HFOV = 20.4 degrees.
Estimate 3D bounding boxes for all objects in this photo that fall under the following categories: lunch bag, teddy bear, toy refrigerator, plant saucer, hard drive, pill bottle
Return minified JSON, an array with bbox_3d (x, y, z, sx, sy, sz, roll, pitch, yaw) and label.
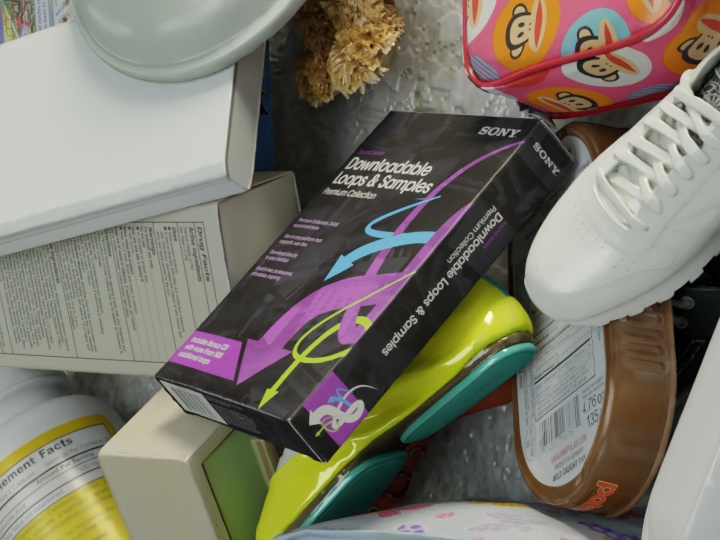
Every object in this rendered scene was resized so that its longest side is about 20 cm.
[{"bbox_3d":[0.081,0.176,0.977,0.199,0.169,0.128,-5,88,35],"label":"lunch bag"},{"bbox_3d":[-0.015,-0.189,1.090,0.145,0.066,0.202,-143,57,-69],"label":"teddy bear"},{"bbox_3d":[-0.063,0.162,1.082,0.070,0.076,0.201,-1,119,35],"label":"toy refrigerator"},{"bbox_3d":[-0.092,-0.201,1.058,0.199,0.050,0.202,-14,64,31],"label":"plant saucer"},{"bbox_3d":[-0.141,-0.084,1.095,0.199,0.026,0.133,-13,59,32],"label":"hard drive"},{"bbox_3d":[-0.171,0.145,1.190,0.111,0.111,0.200,-46,65,25],"label":"pill bottle"},{"bbox_3d":[0.112,-0.178,0.982,0.176,0.082,0.202,-12,68,46],"label":"lunch bag"}]

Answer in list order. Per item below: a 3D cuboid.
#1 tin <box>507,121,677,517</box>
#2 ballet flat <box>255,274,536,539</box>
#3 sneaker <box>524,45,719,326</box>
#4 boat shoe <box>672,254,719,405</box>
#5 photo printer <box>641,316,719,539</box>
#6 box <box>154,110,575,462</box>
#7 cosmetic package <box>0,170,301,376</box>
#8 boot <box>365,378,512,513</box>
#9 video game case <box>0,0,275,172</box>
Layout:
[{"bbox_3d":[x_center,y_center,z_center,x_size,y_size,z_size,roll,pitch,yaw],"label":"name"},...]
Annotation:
[{"bbox_3d":[0.111,0.021,0.984,0.112,0.042,0.201,138,138,-54],"label":"tin"},{"bbox_3d":[0.006,0.073,1.019,0.200,0.067,0.067,-45,69,21],"label":"ballet flat"},{"bbox_3d":[0.149,-0.054,0.897,0.200,0.080,0.077,-41,65,9],"label":"sneaker"},{"bbox_3d":[0.167,-0.009,0.984,0.076,0.060,0.201,41,112,28],"label":"boat shoe"},{"bbox_3d":[0.224,0.076,0.893,0.165,0.069,0.201,18,103,-11],"label":"photo printer"},{"bbox_3d":[0.000,0.000,1.004,0.200,0.036,0.143,-48,27,-19],"label":"box"},{"bbox_3d":[-0.127,0.001,1.133,0.199,0.073,0.104,2,107,36],"label":"cosmetic package"},{"bbox_3d":[0.018,0.087,1.093,0.199,0.075,0.108,-15,101,28],"label":"boot"},{"bbox_3d":[-0.134,-0.115,1.179,0.180,0.045,0.202,9,109,34],"label":"video game case"}]
